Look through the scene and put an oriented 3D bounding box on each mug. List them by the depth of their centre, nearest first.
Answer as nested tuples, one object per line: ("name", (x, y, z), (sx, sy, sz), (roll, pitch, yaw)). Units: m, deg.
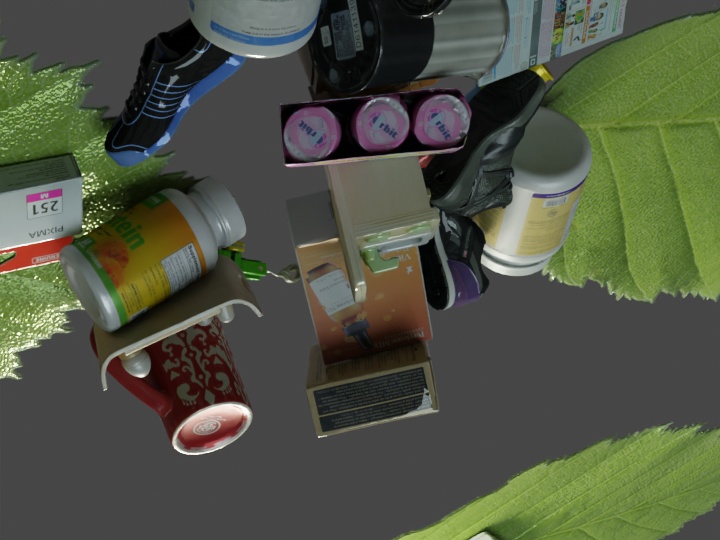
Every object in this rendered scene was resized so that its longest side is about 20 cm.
("mug", (-0.240, 0.127, 1.588), (0.176, 0.201, 0.134), (-16, 146, -19))

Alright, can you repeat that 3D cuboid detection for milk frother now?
("milk frother", (0.078, -0.267, 1.259), (0.187, 0.199, 0.182), (-15, 116, -39))

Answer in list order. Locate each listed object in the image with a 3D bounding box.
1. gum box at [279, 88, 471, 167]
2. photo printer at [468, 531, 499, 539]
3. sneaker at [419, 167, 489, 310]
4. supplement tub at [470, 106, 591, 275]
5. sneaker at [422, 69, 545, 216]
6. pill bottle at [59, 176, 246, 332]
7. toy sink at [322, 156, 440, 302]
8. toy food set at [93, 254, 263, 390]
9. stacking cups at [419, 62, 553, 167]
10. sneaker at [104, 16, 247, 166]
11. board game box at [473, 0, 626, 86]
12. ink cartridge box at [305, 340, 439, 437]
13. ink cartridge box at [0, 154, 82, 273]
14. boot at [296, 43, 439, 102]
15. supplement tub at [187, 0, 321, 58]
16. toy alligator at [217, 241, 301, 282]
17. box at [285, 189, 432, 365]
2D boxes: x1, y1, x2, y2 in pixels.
("gum box", (0.016, -0.151, 1.334), (0.198, 0.067, 0.114), (-5, -176, -1))
("photo printer", (0.261, 0.663, 2.799), (0.166, 0.070, 0.200), (-35, 147, 9))
("sneaker", (0.117, -0.054, 1.652), (0.087, 0.202, 0.076), (-12, -175, -29))
("supplement tub", (0.219, -0.103, 1.673), (0.144, 0.146, 0.201), (-16, 145, -19))
("sneaker", (0.164, -0.149, 1.535), (0.200, 0.076, 0.114), (-55, 144, 3))
("pill bottle", (-0.235, -0.026, 1.450), (0.199, 0.111, 0.111), (-33, 150, -22))
("toy sink", (0.025, -0.078, 1.450), (0.111, 0.202, 0.130), (-12, 171, -2))
("toy food set", (-0.219, 0.061, 1.472), (0.199, 0.144, 0.061), (-24, 116, -5))
("stacking cups", (0.144, -0.201, 1.565), (0.200, 0.061, 0.060), (-37, 146, 13))
("sneaker", (-0.209, -0.196, 1.308), (0.200, 0.070, 0.078), (-43, 136, 13))
("board game box", (0.214, -0.316, 1.461), (0.199, 0.065, 0.148), (-20, 147, -11))
("ink cartridge box", (0.015, 0.141, 1.664), (0.163, 0.200, 0.076), (-12, 101, 2))
("ink cartridge box", (-0.408, -0.037, 1.387), (0.199, 0.044, 0.174), (-14, 142, -23))
("boot", (0.014, -0.235, 1.394), (0.154, 0.077, 0.200), (-20, 152, -2))
("supplement tub", (-0.090, -0.313, 1.174), (0.131, 0.132, 0.201), (-12, 144, -24))
("toy alligator", (-0.166, -0.005, 1.604), (0.199, 0.060, 0.054), (10, 171, -44))
("box", (0.000, 0.000, 1.611), (0.151, 0.107, 0.201), (-14, 128, -2))
